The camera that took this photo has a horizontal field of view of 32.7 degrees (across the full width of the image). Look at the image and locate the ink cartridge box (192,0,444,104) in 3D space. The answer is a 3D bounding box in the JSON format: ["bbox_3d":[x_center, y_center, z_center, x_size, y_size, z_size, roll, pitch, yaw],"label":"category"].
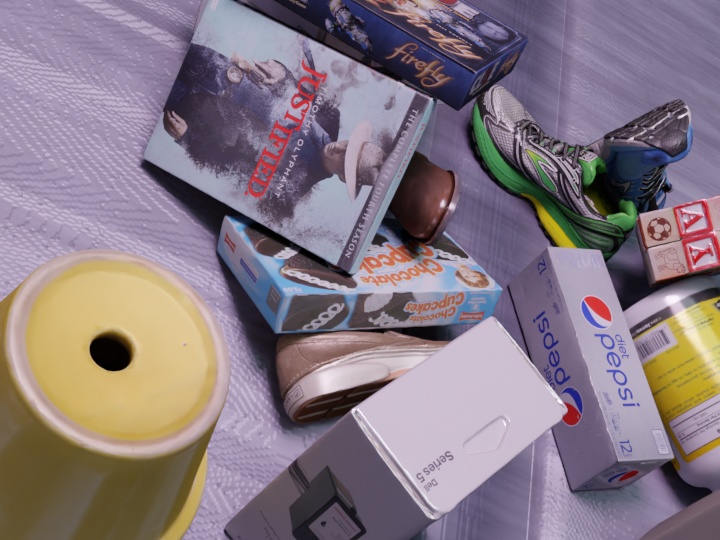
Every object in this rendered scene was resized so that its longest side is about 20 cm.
[{"bbox_3d":[-0.020,-0.207,1.047,0.200,0.084,0.144,-10,42,-47],"label":"ink cartridge box"}]

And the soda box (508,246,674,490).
[{"bbox_3d":[0.193,0.082,1.049,0.063,0.068,0.201,2,59,-30],"label":"soda box"}]

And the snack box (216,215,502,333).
[{"bbox_3d":[0.000,0.000,0.971,0.199,0.037,0.116,-1,33,-33],"label":"snack box"}]

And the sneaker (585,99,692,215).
[{"bbox_3d":[0.271,-0.099,1.150,0.078,0.200,0.090,-28,90,-5],"label":"sneaker"}]

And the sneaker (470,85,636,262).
[{"bbox_3d":[0.186,-0.102,1.156,0.200,0.085,0.078,48,48,5],"label":"sneaker"}]

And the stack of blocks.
[{"bbox_3d":[0.313,-0.026,1.115,0.200,0.115,0.059,18,58,-78],"label":"stack of blocks"}]

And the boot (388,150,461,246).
[{"bbox_3d":[-0.028,-0.096,0.988,0.200,0.064,0.186,24,10,-18],"label":"boot"}]

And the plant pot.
[{"bbox_3d":[-0.172,0.087,0.735,0.200,0.189,0.201,16,52,-22],"label":"plant pot"}]

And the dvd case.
[{"bbox_3d":[-0.058,-0.107,0.932,0.200,0.146,0.022,30,12,16],"label":"dvd case"}]

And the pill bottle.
[{"bbox_3d":[0.306,0.114,1.068,0.112,0.112,0.200,-13,68,-37],"label":"pill bottle"}]

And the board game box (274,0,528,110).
[{"bbox_3d":[0.020,-0.203,0.946,0.200,0.035,0.135,32,30,10],"label":"board game box"}]

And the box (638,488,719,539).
[{"bbox_3d":[0.299,0.205,0.943,0.068,0.200,0.082,-26,77,-41],"label":"box"}]

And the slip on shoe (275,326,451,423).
[{"bbox_3d":[0.025,0.071,0.953,0.199,0.076,0.061,-8,60,-28],"label":"slip on shoe"}]

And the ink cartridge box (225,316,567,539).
[{"bbox_3d":[0.020,0.133,0.817,0.145,0.200,0.084,-30,78,-42],"label":"ink cartridge box"}]
